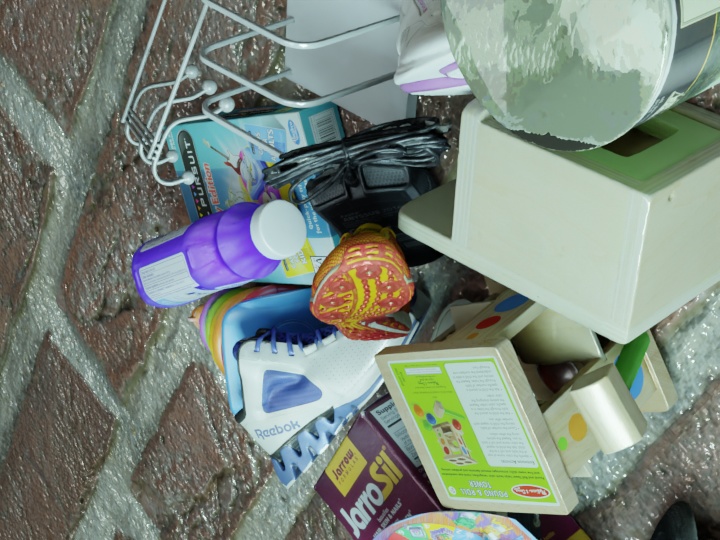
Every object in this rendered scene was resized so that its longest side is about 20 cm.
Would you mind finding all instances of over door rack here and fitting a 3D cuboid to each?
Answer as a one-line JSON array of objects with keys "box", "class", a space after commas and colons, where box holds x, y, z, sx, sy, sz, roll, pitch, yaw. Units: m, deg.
[{"box": [-0.148, -0.185, 1.139, 0.148, 0.066, 0.202, -136, 55, -62], "class": "over door rack"}]

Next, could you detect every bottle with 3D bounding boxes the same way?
[{"box": [-0.120, -0.016, 1.160, 0.199, 0.083, 0.066, -17, 90, 51], "class": "bottle"}]

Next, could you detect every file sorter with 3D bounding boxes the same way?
[{"box": [-0.042, -0.199, 1.011, 0.138, 0.124, 0.202, 31, 132, 35], "class": "file sorter"}]

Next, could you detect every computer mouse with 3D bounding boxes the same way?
[{"box": [0.018, -0.062, 1.016, 0.137, 0.200, 0.053, -11, 65, 13], "class": "computer mouse"}]

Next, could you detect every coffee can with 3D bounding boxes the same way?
[{"box": [0.161, -0.165, 0.737, 0.146, 0.199, 0.148, 26, 129, 38], "class": "coffee can"}]

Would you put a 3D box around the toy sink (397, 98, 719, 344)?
[{"box": [0.136, -0.062, 0.881, 0.199, 0.130, 0.113, 29, 130, 37], "class": "toy sink"}]

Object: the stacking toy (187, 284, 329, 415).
[{"box": [-0.109, 0.056, 1.267, 0.199, 0.115, 0.111, 19, 116, 59], "class": "stacking toy"}]

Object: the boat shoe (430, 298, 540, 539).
[{"box": [0.102, 0.121, 1.053, 0.075, 0.061, 0.202, -37, 55, 45], "class": "boat shoe"}]

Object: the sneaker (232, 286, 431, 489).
[{"box": [-0.041, 0.075, 1.115, 0.115, 0.081, 0.200, 40, 106, 2], "class": "sneaker"}]

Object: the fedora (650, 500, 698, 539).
[{"box": [0.243, 0.263, 0.948, 0.091, 0.201, 0.202, 11, 125, 7], "class": "fedora"}]

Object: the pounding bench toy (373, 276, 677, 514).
[{"box": [0.144, 0.068, 0.917, 0.199, 0.156, 0.125, -9, 111, 52], "class": "pounding bench toy"}]

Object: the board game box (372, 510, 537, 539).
[{"box": [0.091, 0.256, 1.000, 0.157, 0.039, 0.200, -27, 120, 37], "class": "board game box"}]

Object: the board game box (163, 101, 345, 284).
[{"box": [-0.083, -0.067, 1.193, 0.199, 0.047, 0.153, 1, 111, 48], "class": "board game box"}]

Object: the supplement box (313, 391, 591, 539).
[{"box": [0.074, 0.203, 1.121, 0.200, 0.103, 0.131, 49, 140, 19], "class": "supplement box"}]

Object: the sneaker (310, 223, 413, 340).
[{"box": [0.000, 0.000, 0.960, 0.200, 0.072, 0.078, 84, -179, -79], "class": "sneaker"}]

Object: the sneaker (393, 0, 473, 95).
[{"box": [0.055, -0.167, 0.903, 0.200, 0.074, 0.101, -130, 40, -78], "class": "sneaker"}]
